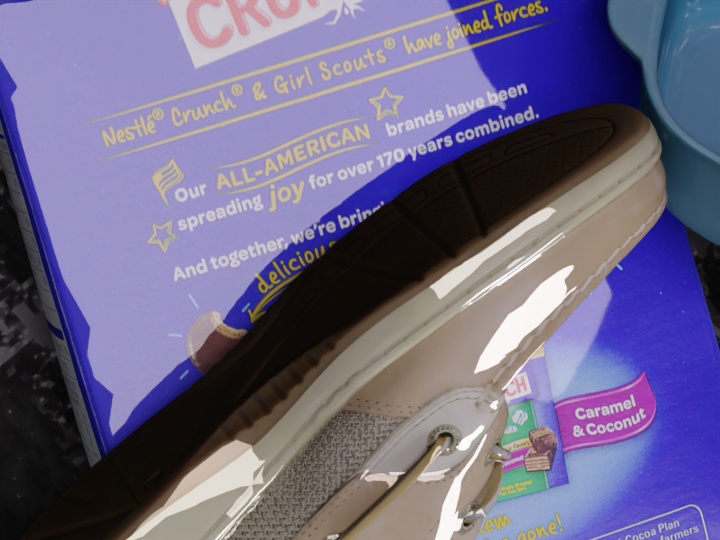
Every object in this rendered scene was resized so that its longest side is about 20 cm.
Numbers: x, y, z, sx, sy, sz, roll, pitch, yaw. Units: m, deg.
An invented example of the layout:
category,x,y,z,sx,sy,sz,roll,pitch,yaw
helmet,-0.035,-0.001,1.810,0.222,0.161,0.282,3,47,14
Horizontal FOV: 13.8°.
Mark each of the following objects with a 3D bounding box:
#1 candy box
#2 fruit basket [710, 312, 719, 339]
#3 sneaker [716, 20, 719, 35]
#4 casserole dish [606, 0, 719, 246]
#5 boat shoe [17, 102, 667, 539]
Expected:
category,x,y,z,sx,sy,sz,roll,pitch,yaw
candy box,0.000,0.000,0.794,0.169,0.077,0.201,-17,99,-12
fruit basket,0.192,0.055,0.786,0.185,0.200,0.094,24,88,-15
sneaker,0.182,-0.058,0.844,0.199,0.070,0.076,-2,89,-17
casserole dish,0.153,-0.028,0.762,0.199,0.121,0.039,20,130,-2
boat shoe,0.002,0.039,0.724,0.200,0.072,0.065,-41,107,0
